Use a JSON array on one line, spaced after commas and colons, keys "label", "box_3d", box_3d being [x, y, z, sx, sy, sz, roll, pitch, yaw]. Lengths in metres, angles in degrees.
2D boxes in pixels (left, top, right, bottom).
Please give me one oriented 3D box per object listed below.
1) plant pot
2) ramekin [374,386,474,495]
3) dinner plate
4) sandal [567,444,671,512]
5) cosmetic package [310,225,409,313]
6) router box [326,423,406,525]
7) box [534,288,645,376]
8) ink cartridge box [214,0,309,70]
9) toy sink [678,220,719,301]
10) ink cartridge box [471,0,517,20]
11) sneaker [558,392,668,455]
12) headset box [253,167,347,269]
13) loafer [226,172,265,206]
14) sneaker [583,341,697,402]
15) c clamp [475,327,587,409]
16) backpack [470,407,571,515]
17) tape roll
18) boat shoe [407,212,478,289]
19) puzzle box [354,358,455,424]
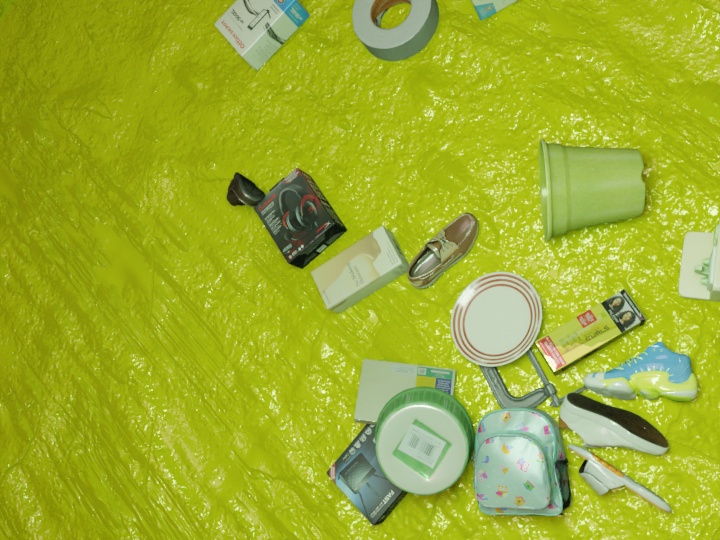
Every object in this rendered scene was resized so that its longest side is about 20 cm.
[{"label": "plant pot", "box_3d": [0.448, -0.162, 1.411, 0.183, 0.200, 0.202, -3, 77, 10]}, {"label": "ramekin", "box_3d": [0.121, 0.333, 1.402, 0.198, 0.098, 0.202, 0, 91, 8]}, {"label": "dinner plate", "box_3d": [0.278, 0.100, 1.486, 0.199, 0.024, 0.202, -16, 60, 29]}, {"label": "sandal", "box_3d": [0.463, 0.394, 1.330, 0.206, 0.079, 0.059, 32, 90, 24]}, {"label": "cosmetic package", "box_3d": [0.000, 0.000, 1.618, 0.199, 0.071, 0.106, -33, 68, 13]}, {"label": "router box", "box_3d": [0.046, 0.404, 1.516, 0.150, 0.062, 0.200, 41, 96, 24]}, {"label": "box", "box_3d": [0.441, 0.120, 1.399, 0.199, 0.050, 0.076, -31, 67, 6]}, {"label": "ink cartridge box", "box_3d": [-0.253, -0.641, 1.858, 0.200, 0.084, 0.146, -44, 66, 8]}, {"label": "toy sink", "box_3d": [0.684, -0.013, 1.304, 0.199, 0.112, 0.131, 7, 81, 24]}, {"label": "ink cartridge box", "box_3d": [0.319, -0.678, 1.596, 0.199, 0.128, 0.126, -25, 70, 16]}, {"label": "sneaker", "box_3d": [0.470, 0.305, 1.364, 0.199, 0.073, 0.085, 23, 119, 20]}, {"label": "headset box", "box_3d": [-0.148, -0.130, 1.708, 0.148, 0.075, 0.201, -39, 67, 13]}, {"label": "loafer", "box_3d": [-0.280, -0.179, 1.736, 0.073, 0.200, 0.071, 31, 96, -19]}, {"label": "sneaker", "box_3d": [0.523, 0.187, 1.361, 0.198, 0.076, 0.106, 4, 68, 17]}, {"label": "c clamp", "box_3d": [0.332, 0.197, 1.462, 0.171, 0.027, 0.201, -38, 68, 17]}, {"label": "backpack", "box_3d": [0.298, 0.357, 1.372, 0.175, 0.153, 0.202, -8, 71, 27]}, {"label": "tape roll", "box_3d": [0.082, -0.603, 1.717, 0.199, 0.066, 0.202, -5, 77, 21]}, {"label": "boat shoe", "box_3d": [0.175, -0.043, 1.551, 0.076, 0.072, 0.200, 42, 97, 25]}, {"label": "puzzle box", "box_3d": [0.093, 0.259, 1.499, 0.198, 0.025, 0.134, 6, 62, 9]}]
